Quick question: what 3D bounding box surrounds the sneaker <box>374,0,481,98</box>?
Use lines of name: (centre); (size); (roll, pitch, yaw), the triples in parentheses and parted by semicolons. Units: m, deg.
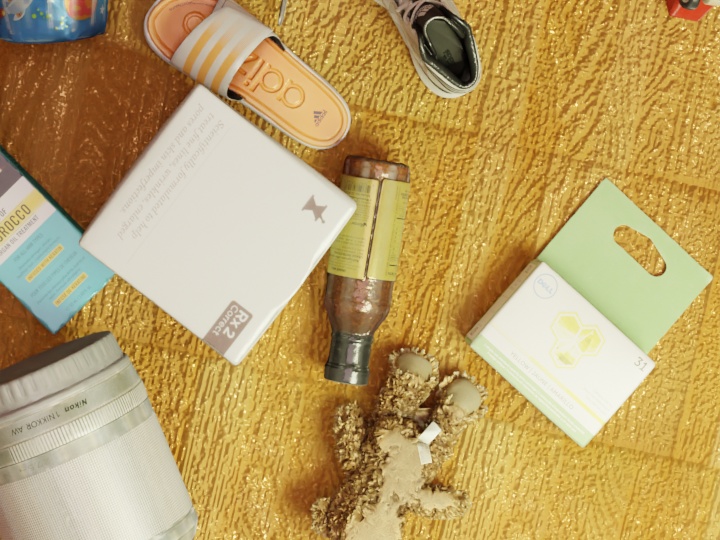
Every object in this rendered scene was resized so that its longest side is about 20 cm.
sneaker: (0.052, -0.244, 1.514); (0.075, 0.115, 0.201); (-33, 97, -3)

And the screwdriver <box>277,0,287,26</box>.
screwdriver: (-0.048, -0.315, 1.544); (0.029, 0.028, 0.202); (4, 96, -36)

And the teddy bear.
teddy bear: (0.035, 0.169, 1.576); (0.144, 0.067, 0.202); (12, 86, -12)

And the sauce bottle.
sauce bottle: (0.000, 0.000, 1.553); (0.065, 0.066, 0.202); (10, 93, -7)

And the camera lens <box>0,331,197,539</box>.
camera lens: (-0.240, 0.172, 1.482); (0.159, 0.160, 0.201); (-22, 96, -4)

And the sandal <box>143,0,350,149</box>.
sandal: (-0.093, -0.181, 1.531); (0.206, 0.059, 0.080); (32, 90, -8)

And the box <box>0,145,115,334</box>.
box: (-0.308, -0.044, 1.521); (0.082, 0.049, 0.200); (-45, 98, -2)

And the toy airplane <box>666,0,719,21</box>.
toy airplane: (0.324, -0.338, 1.527); (0.198, 0.142, 0.200); (-31, 130, 9)

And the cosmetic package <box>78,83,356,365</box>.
cosmetic package: (-0.123, -0.043, 1.467); (0.165, 0.200, 0.165); (37, 89, -8)

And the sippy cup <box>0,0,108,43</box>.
sippy cup: (-0.267, -0.262, 1.477); (0.177, 0.139, 0.132); (9, 107, 33)

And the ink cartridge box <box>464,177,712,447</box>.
ink cartridge box: (0.213, 0.038, 1.590); (0.145, 0.048, 0.200); (41, 91, -7)
